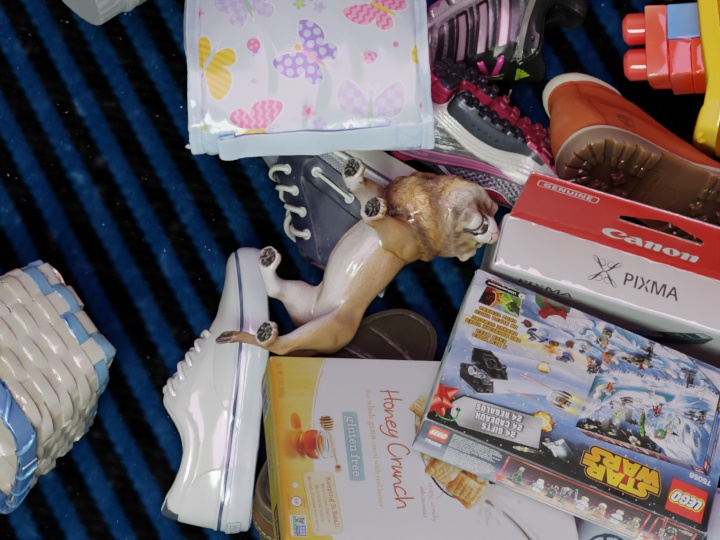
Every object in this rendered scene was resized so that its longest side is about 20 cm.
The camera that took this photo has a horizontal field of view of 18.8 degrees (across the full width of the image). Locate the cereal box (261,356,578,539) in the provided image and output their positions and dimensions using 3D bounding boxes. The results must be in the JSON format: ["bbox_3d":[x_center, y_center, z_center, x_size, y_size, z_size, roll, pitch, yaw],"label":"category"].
[{"bbox_3d":[0.038,0.127,1.450,0.198,0.040,0.145,1,54,-13],"label":"cereal box"}]

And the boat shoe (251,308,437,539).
[{"bbox_3d":[-0.016,0.110,1.518,0.072,0.068,0.200,31,57,14],"label":"boat shoe"}]

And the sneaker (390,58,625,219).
[{"bbox_3d":[0.111,-0.069,1.566,0.199,0.081,0.075,37,117,-12],"label":"sneaker"}]

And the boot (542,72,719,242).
[{"bbox_3d":[0.213,-0.076,1.563,0.199,0.075,0.108,26,28,-31],"label":"boot"}]

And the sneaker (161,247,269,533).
[{"bbox_3d":[-0.102,0.080,1.517,0.070,0.073,0.202,6,75,-5],"label":"sneaker"}]

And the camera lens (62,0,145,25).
[{"bbox_3d":[-0.156,-0.294,1.569,0.200,0.160,0.160,-41,81,-12],"label":"camera lens"}]

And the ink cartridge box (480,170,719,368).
[{"bbox_3d":[0.189,0.006,1.496,0.198,0.176,0.045,17,73,-1],"label":"ink cartridge box"}]

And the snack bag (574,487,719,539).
[{"bbox_3d":[0.152,0.206,1.450,0.187,0.021,0.201,18,60,20],"label":"snack bag"}]

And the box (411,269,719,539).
[{"bbox_3d":[0.147,0.095,1.455,0.198,0.040,0.138,23,50,0],"label":"box"}]

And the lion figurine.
[{"bbox_3d":[0.000,0.000,1.493,0.200,0.122,0.073,-41,55,8],"label":"lion figurine"}]

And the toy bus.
[{"bbox_3d":[0.288,-0.138,1.578,0.190,0.136,0.202,-6,77,9],"label":"toy bus"}]

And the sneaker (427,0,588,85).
[{"bbox_3d":[0.090,-0.161,1.593,0.200,0.074,0.087,-42,80,-14],"label":"sneaker"}]

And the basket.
[{"bbox_3d":[-0.270,0.097,1.454,0.139,0.177,0.200,45,58,9],"label":"basket"}]

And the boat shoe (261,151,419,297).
[{"bbox_3d":[-0.039,-0.060,1.559,0.199,0.075,0.093,29,84,7],"label":"boat shoe"}]

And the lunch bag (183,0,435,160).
[{"bbox_3d":[-0.036,-0.153,1.476,0.168,0.128,0.201,-5,49,0],"label":"lunch bag"}]
